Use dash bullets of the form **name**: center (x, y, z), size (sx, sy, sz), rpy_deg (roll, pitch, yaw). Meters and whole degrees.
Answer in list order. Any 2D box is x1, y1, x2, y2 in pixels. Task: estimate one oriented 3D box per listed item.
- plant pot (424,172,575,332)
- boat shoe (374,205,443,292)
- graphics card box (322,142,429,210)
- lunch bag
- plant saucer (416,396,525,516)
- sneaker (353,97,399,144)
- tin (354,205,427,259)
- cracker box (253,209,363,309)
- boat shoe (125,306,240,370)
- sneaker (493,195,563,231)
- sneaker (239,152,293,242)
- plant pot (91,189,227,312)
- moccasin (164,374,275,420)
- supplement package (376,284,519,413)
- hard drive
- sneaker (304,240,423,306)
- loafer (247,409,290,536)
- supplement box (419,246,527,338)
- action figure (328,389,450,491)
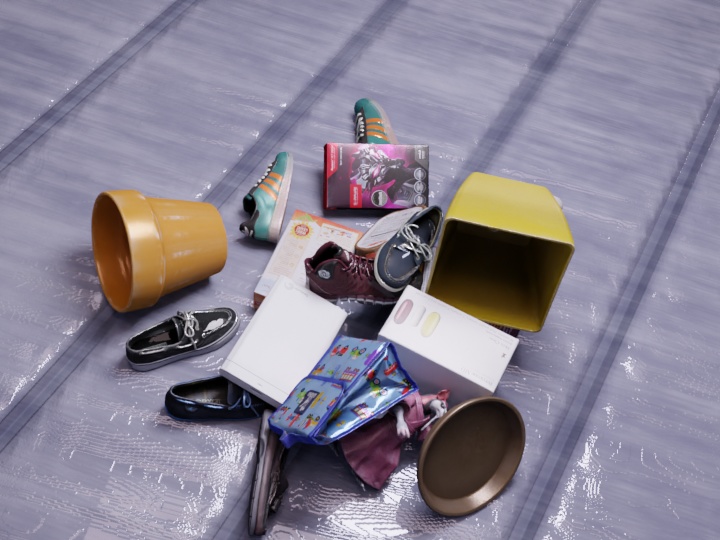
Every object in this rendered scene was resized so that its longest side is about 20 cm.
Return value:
- **plant pot**: center (0.224, -0.047, 1.429), size (0.200, 0.200, 0.176), rpy_deg (12, 44, 2)
- **boat shoe**: center (0.086, -0.040, 1.436), size (0.075, 0.062, 0.200), rpy_deg (45, 43, -3)
- **graphics card box**: center (0.030, -0.177, 1.665), size (0.200, 0.051, 0.126), rpy_deg (1, 89, -8)
- **lunch bag**: center (-0.041, 0.195, 1.303), size (0.200, 0.151, 0.094), rpy_deg (-40, 110, -25)
- **plant saucer**: center (0.165, 0.279, 1.332), size (0.200, 0.200, 0.029), rpy_deg (-23, 28, -21)
- **sneaker**: center (0.019, -0.264, 1.744), size (0.080, 0.071, 0.200), rpy_deg (-13, 59, -21)
- **tin**: center (0.059, -0.065, 1.570), size (0.112, 0.042, 0.200), rpy_deg (-18, 16, 29)
- **cracker box**: center (-0.091, -0.001, 1.555), size (0.134, 0.058, 0.200), rpy_deg (20, 55, 5)
- **boat shoe**: center (-0.293, 0.099, 1.452), size (0.199, 0.068, 0.074), rpy_deg (-17, 59, -18)
- **sneaker**: center (0.288, -0.099, 1.676), size (0.200, 0.075, 0.089), rpy_deg (-1, 68, -1)
- **sneaker**: center (-0.173, -0.145, 1.627), size (0.080, 0.071, 0.200), rpy_deg (11, 56, -4)
- **plant pot**: center (-0.334, -0.042, 1.486), size (0.183, 0.200, 0.200), rpy_deg (-10, 56, -33)
- **moccasin**: center (-0.208, 0.200, 1.392), size (0.200, 0.068, 0.081), rpy_deg (-10, 57, -17)
- **supplement package**: center (0.129, 0.145, 1.422), size (0.200, 0.156, 0.111), rpy_deg (26, 57, 10)
- **hard drive**: center (-0.121, 0.116, 1.414), size (0.132, 0.027, 0.200), rpy_deg (31, 57, -1)
- **sneaker**: center (0.000, 0.000, 1.439), size (0.200, 0.116, 0.076), rpy_deg (-5, 53, 6)
- **loafer**: center (-0.131, 0.305, 1.332), size (0.063, 0.072, 0.200), rpy_deg (10, 53, -8)
- **supplement box**: center (0.179, 0.047, 1.529), size (0.200, 0.103, 0.131), rpy_deg (11, 54, 1)
- **action figure**: center (0.057, 0.244, 1.365), size (0.200, 0.134, 0.149), rpy_deg (-38, 39, -4)
